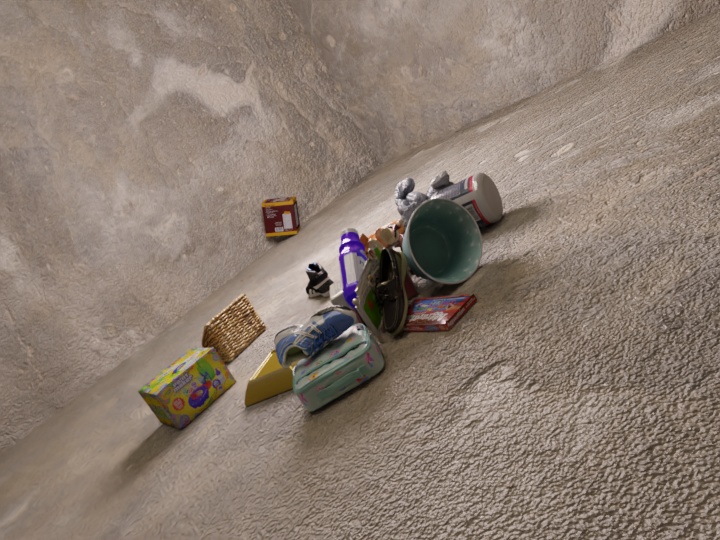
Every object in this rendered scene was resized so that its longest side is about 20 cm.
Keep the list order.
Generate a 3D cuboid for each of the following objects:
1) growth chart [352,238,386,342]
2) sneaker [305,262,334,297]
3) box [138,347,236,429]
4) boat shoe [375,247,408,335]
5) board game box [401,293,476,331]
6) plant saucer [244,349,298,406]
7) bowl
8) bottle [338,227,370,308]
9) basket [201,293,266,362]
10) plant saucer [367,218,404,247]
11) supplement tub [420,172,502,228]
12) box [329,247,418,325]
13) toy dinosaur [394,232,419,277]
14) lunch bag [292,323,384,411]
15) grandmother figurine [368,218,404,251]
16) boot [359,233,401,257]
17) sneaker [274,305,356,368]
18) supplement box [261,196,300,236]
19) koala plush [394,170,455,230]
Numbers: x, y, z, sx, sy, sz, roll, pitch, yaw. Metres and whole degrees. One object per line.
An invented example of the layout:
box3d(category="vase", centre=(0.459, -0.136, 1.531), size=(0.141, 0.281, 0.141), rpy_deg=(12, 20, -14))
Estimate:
box3d(category="growth chart", centre=(0.037, 0.047, 1.363), size=(0.018, 0.145, 0.202), rpy_deg=(-14, 42, 33))
box3d(category="sneaker", centre=(-0.149, 0.024, 1.993), size=(0.073, 0.113, 0.199), rpy_deg=(-36, 14, -23))
box3d(category="box", centre=(-0.493, 0.328, 1.699), size=(0.199, 0.123, 0.191), rpy_deg=(-40, 16, -31))
box3d(category="boat shoe", centre=(0.063, 0.044, 1.333), size=(0.073, 0.064, 0.203), rpy_deg=(-32, 46, 43))
box3d(category="board game box", centre=(0.150, 0.093, 1.291), size=(0.103, 0.020, 0.199), rpy_deg=(-42, 17, -29))
box3d(category="plant saucer", centre=(-0.190, 0.235, 1.499), size=(0.198, 0.049, 0.200), rpy_deg=(-26, 15, 28))
box3d(category="bowl", centre=(0.178, -0.058, 1.412), size=(0.200, 0.202, 0.105), rpy_deg=(-38, 3, -24))
box3d(category="bottle", centre=(-0.015, -0.010, 1.423), size=(0.064, 0.084, 0.203), rpy_deg=(-20, 51, 15))
box3d(category="basket", centre=(-0.439, 0.193, 1.985), size=(0.142, 0.150, 0.200), rpy_deg=(-18, 21, 45))
box3d(category="plant saucer", centre=(0.080, -0.113, 2.113), size=(0.198, 0.038, 0.201), rpy_deg=(-31, 15, 9))
box3d(category="supplement tub", centre=(0.276, -0.168, 1.646), size=(0.198, 0.142, 0.141), rpy_deg=(-22, 17, 35))
box3d(category="box", centre=(0.031, 0.049, 1.516), size=(0.198, 0.110, 0.128), rpy_deg=(-32, 14, 5))
box3d(category="toy dinosaur", centre=(0.133, -0.054, 1.534), size=(0.086, 0.135, 0.200), rpy_deg=(-54, 39, 9))
box3d(category="lunch bag", centre=(-0.047, 0.197, 1.244), size=(0.198, 0.078, 0.161), rpy_deg=(-33, 13, 4))
box3d(category="grandmother figurine", centre=(0.070, -0.091, 1.578), size=(0.121, 0.061, 0.200), rpy_deg=(-37, 3, 10))
box3d(category="boot", centre=(0.055, -0.044, 1.661), size=(0.200, 0.155, 0.074), rpy_deg=(-45, 2, -41))
box3d(category="sneaker", centre=(-0.092, 0.142, 1.259), size=(0.198, 0.076, 0.078), rpy_deg=(-30, 37, 16))
box3d(category="supplement box", centre=(-0.476, -0.324, 3.593), size=(0.193, 0.204, 0.133), rpy_deg=(-5, 17, 4))
box3d(category="koala plush", centre=(0.226, -0.212, 1.888), size=(0.198, 0.178, 0.185), rpy_deg=(-26, 27, 23))
